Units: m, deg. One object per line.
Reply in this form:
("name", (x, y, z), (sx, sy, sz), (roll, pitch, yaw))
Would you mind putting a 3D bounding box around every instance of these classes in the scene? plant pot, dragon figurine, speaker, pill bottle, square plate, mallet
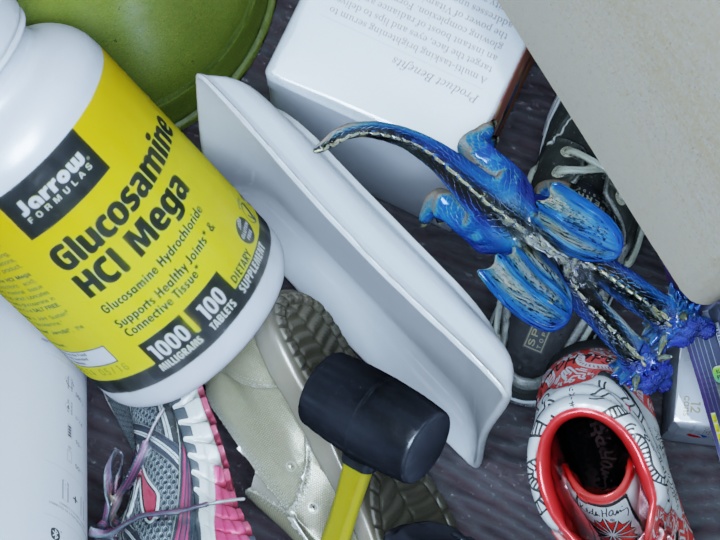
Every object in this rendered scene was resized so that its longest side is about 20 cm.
("plant pot", (0.202, -0.135, 1.084), (0.200, 0.177, 0.200), (-31, 87, -28))
("plant pot", (-0.143, -0.176, 1.221), (0.200, 0.193, 0.201), (0, 79, 1))
("dragon figurine", (0.076, -0.014, 1.111), (0.059, 0.200, 0.099), (-51, 39, 6))
("speaker", (-0.166, 0.091, 1.179), (0.081, 0.081, 0.200), (-6, 46, 0))
("pill bottle", (-0.135, -0.038, 1.151), (0.112, 0.112, 0.200), (-48, 119, -8))
("square plate", (0.000, 0.000, 1.181), (0.028, 0.200, 0.198), (-42, 81, -11))
("mallet", (-0.007, 0.139, 1.170), (0.066, 0.041, 0.200), (21, 111, 28))

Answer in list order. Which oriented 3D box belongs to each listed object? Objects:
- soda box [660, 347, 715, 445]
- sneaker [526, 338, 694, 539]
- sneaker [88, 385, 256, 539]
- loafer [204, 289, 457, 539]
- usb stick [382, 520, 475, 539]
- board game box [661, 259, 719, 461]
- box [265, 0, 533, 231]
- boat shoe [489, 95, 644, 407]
("soda box", (0.192, -0.015, 1.251), (0.068, 0.064, 0.201), (6, 78, 2))
("sneaker", (0.125, 0.138, 1.174), (0.067, 0.108, 0.202), (-15, 99, 12))
("sneaker", (-0.094, 0.113, 1.186), (0.074, 0.081, 0.200), (-14, 46, -7))
("loafer", (-0.012, 0.108, 1.228), (0.068, 0.076, 0.200), (-26, 88, 33))
("usb stick", (-0.009, 0.199, 1.174), (0.033, 0.055, 0.200), (45, 116, 35))
("board game box", (0.251, 0.027, 1.196), (0.200, 0.057, 0.166), (-15, 88, -27))
("box", (0.043, -0.141, 1.232), (0.106, 0.152, 0.200), (25, 81, 3))
("boat shoe", (0.114, -0.029, 1.254), (0.071, 0.064, 0.200), (18, 80, 4))
